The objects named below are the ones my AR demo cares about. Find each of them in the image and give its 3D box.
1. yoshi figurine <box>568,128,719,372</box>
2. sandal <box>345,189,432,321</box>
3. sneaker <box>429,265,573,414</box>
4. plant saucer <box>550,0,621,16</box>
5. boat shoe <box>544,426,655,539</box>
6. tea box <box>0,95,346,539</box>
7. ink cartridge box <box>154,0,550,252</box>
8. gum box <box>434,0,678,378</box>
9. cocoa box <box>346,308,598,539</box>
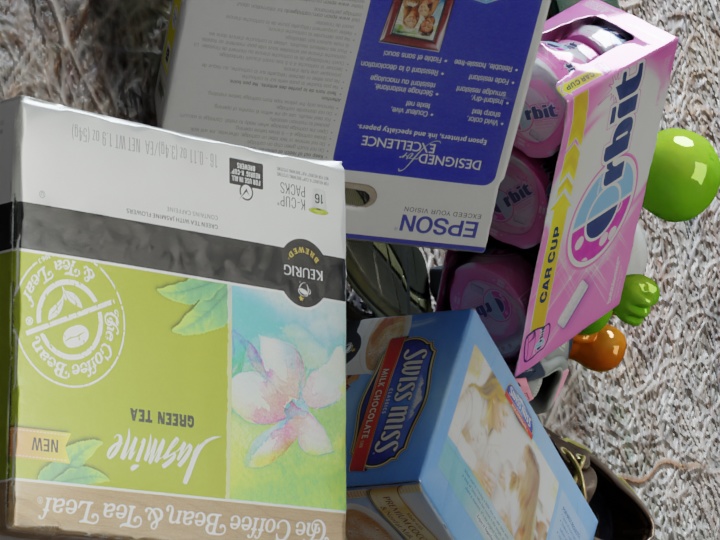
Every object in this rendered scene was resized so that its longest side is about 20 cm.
[{"bbox_3d":[0.186,-0.026,1.966,0.112,0.112,0.200,-22,143,-24],"label":"yoshi figurine"},{"bbox_3d":[0.000,0.001,1.752,0.201,0.057,0.080,61,27,-60],"label":"sandal"},{"bbox_3d":[0.095,0.042,1.874,0.200,0.070,0.082,27,62,-66],"label":"sneaker"},{"bbox_3d":[0.146,-0.198,2.018,0.201,0.039,0.202,-17,90,-87],"label":"plant saucer"},{"bbox_3d":[0.131,0.142,1.949,0.200,0.059,0.072,42,49,-51],"label":"boat shoe"},{"bbox_3d":[-0.120,0.039,1.385,0.200,0.133,0.198,9,77,-41],"label":"tea box"},{"bbox_3d":[-0.007,-0.114,1.587,0.047,0.197,0.201,-107,-153,-57],"label":"ink cartridge box"},{"bbox_3d":[0.112,-0.053,1.709,0.113,0.066,0.201,-31,140,-45],"label":"gum box"},{"bbox_3d":[0.033,0.138,1.698,0.200,0.131,0.134,59,37,-38],"label":"cocoa box"}]
